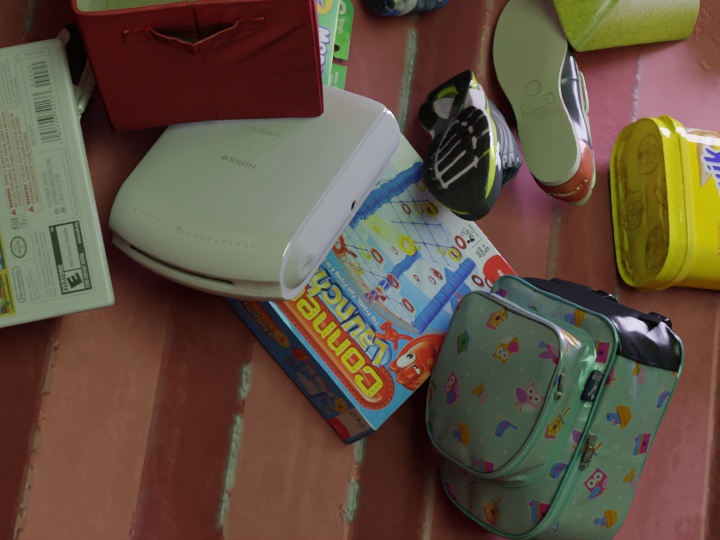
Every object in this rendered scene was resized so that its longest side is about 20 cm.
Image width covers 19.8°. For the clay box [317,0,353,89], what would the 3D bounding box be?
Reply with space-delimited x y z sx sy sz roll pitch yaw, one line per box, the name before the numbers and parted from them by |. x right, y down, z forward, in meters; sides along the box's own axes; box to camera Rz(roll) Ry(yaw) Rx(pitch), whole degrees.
clay box | -0.093 -0.208 1.692 0.199 0.048 0.116 14 69 -21

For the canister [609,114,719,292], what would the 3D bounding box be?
canister | 0.329 -0.052 1.834 0.199 0.086 0.149 5 73 -27

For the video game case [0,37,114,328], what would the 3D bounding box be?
video game case | -0.287 -0.055 1.510 0.181 0.023 0.201 -11 90 -5

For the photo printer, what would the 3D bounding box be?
photo printer | -0.085 -0.064 1.578 0.166 0.070 0.200 18 51 22

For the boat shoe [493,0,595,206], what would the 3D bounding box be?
boat shoe | 0.164 -0.151 1.795 0.063 0.071 0.201 36 39 -54

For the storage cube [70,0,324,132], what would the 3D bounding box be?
storage cube | -0.119 -0.222 1.528 0.170 0.180 0.201 -5 66 0

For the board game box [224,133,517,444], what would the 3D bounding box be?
board game box | 0.000 0.000 1.671 0.200 0.056 0.196 50 60 -5

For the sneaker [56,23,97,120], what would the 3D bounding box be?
sneaker | -0.258 -0.109 1.567 0.080 0.074 0.201 27 64 -15

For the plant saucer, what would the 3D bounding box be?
plant saucer | 0.226 -0.302 1.841 0.199 0.048 0.201 -13 81 -49

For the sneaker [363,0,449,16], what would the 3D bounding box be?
sneaker | 0.040 -0.314 1.785 0.085 0.077 0.201 3 81 -36

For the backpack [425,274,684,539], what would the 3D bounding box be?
backpack | 0.143 0.116 1.626 0.153 0.176 0.201 4 103 -36

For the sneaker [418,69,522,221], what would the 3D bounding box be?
sneaker | 0.100 -0.094 1.698 0.081 0.074 0.200 43 23 -21
